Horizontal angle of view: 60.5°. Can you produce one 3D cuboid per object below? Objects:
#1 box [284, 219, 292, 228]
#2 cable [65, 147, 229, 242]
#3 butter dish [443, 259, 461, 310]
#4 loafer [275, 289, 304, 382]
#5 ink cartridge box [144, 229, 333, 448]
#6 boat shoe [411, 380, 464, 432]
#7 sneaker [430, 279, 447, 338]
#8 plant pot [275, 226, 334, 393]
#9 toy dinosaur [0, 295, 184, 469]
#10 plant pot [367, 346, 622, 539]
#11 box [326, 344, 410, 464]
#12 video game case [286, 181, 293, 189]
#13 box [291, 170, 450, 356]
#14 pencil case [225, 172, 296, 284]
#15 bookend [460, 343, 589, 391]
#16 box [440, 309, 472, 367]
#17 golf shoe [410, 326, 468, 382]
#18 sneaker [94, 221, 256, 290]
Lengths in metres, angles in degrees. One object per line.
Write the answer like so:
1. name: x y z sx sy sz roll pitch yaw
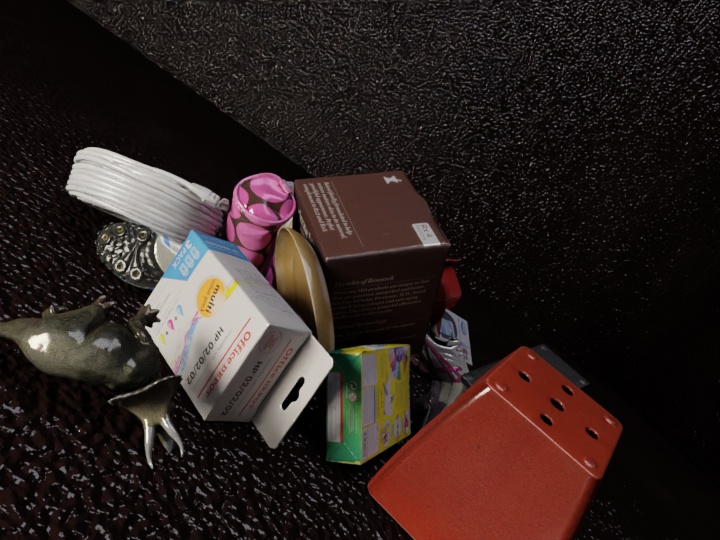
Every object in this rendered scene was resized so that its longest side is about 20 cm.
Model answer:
1. box: -0.092 -0.026 1.152 0.199 0.113 0.101 40 10 31
2. cable: -0.277 -0.090 0.806 0.197 0.070 0.200 22 -6 -15
3. butter dish: 0.170 0.072 1.490 0.150 0.198 0.199 62 17 9
4. loafer: -0.110 0.079 0.734 0.067 0.077 0.200 -7 16 -18
5. ink cartridge box: -0.129 0.066 0.613 0.200 0.116 0.067 43 13 34
6. boat shoe: 0.103 0.212 0.887 0.064 0.073 0.200 10 18 18
7. sneaker: 0.134 0.064 1.235 0.077 0.203 0.116 8 36 5
8. plant pot: -0.067 0.046 0.743 0.027 0.203 0.200 -11 30 -18
9. toy dinosaur: -0.211 0.060 0.487 0.199 0.077 0.102 36 3 -19
10. plant pot: 0.163 0.203 0.662 0.199 0.178 0.199 40 27 20
11. box: 0.019 0.149 0.737 0.048 0.120 0.199 -2 -5 24
12. video game case: -0.083 -0.109 1.175 0.181 0.023 0.200 37 8 -1
13. box: 0.000 0.000 0.832 0.161 0.202 0.167 -7 43 -17
14. pencil case: -0.139 -0.046 0.842 0.093 0.201 0.091 -24 71 -29
15. bookend: 0.204 0.230 0.895 0.196 0.203 0.092 -11 41 -40
16. box: 0.184 0.141 1.382 0.198 0.041 0.121 28 44 -31
17. golf shoe: 0.175 0.181 1.180 0.199 0.093 0.073 37 9 -5
18. sneaker: -0.214 -0.002 0.731 0.197 0.073 0.072 18 -11 -5
